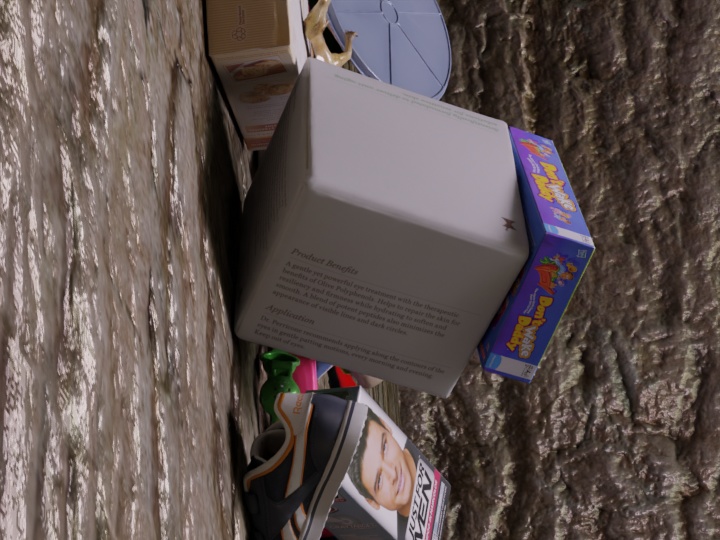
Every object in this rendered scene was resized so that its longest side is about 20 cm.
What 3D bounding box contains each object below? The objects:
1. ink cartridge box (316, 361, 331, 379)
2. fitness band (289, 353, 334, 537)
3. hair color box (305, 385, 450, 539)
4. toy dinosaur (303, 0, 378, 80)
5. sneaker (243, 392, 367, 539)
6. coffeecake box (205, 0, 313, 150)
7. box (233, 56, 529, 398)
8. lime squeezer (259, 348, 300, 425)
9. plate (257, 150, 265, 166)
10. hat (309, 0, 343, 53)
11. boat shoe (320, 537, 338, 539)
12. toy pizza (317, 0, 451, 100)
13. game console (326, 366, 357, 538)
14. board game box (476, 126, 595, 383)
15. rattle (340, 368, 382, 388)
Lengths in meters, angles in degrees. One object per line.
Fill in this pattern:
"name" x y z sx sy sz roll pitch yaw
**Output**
"ink cartridge box" -0.007 0.010 1.832 0.067 0.200 0.117 41 5 -14
"fitness band" -0.045 0.154 1.667 0.144 0.037 0.201 74 10 -68
"hair color box" 0.011 0.198 1.607 0.200 0.060 0.100 49 43 -46
"toy dinosaur" -0.024 -0.158 1.618 0.101 0.058 0.201 -54 134 -61
"sneaker" -0.058 0.178 1.412 0.079 0.079 0.201 -77 -175 -61
"coffeecake box" -0.087 -0.219 1.571 0.200 0.072 0.155 73 11 -69
"box" 0.013 -0.037 1.482 0.201 0.198 0.172 -92 -157 -52
"lime squeezer" -0.070 0.104 1.562 0.071 0.037 0.201 80 5 -47
"plate" -0.079 -0.122 1.843 0.201 0.032 0.201 78 6 -55
"hat" -0.006 -0.298 1.790 0.201 0.175 0.166 58 -13 14
"boat shoe" -0.030 0.298 1.589 0.200 0.067 0.072 -87 170 -66
"toy pizza" 0.018 -0.249 1.737 0.200 0.032 0.201 31 47 -39
"game console" -0.021 0.220 1.807 0.173 0.118 0.200 58 5 -25
"board game box" 0.135 -0.017 1.495 0.200 0.044 0.135 -99 -152 -60
"rattle" 0.000 0.000 1.646 0.130 0.142 0.201 -95 161 -65
